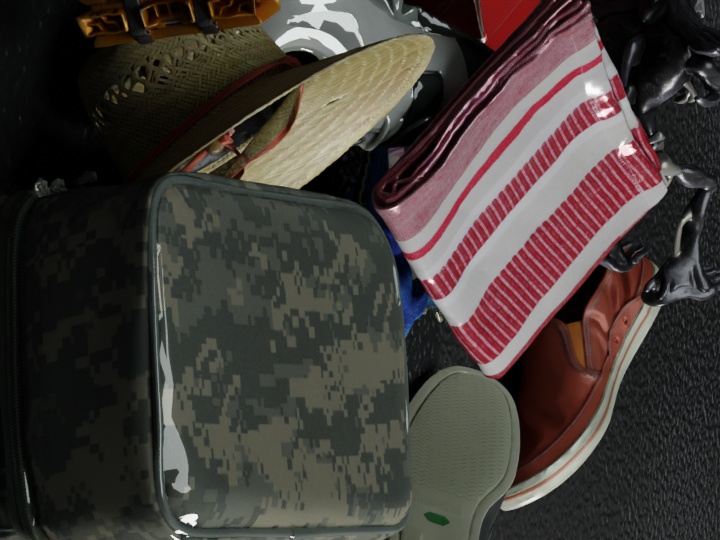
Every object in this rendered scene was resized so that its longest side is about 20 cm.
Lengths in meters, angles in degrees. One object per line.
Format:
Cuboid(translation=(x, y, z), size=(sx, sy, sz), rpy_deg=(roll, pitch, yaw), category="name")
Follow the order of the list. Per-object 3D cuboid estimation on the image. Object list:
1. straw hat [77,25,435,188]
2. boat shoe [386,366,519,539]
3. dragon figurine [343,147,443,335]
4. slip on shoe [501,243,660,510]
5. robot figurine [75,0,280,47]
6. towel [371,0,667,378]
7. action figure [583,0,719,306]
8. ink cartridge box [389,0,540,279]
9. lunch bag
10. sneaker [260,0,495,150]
Cuboid(translation=(-0.071, -0.073, 1.249), size=(0.085, 0.201, 0.201), rpy_deg=(53, 24, 8), category="straw hat")
Cuboid(translation=(0.035, 0.134, 1.586), size=(0.068, 0.072, 0.201), rpy_deg=(122, -11, -47), category="boat shoe")
Cuboid(translation=(0.000, 0.000, 1.466), size=(0.099, 0.059, 0.201), rpy_deg=(-45, 133, -56), category="dragon figurine")
Cuboid(translation=(0.119, 0.059, 1.755), size=(0.061, 0.074, 0.200), rpy_deg=(41, 55, -18), category="slip on shoe")
Cuboid(translation=(-0.059, -0.147, 1.212), size=(0.200, 0.144, 0.058), rpy_deg=(-64, 143, -58), category="robot figurine")
Cuboid(translation=(0.084, -0.038, 1.473), size=(0.144, 0.023, 0.200), rpy_deg=(-48, 148, -9), category="towel")
Cuboid(translation=(0.164, -0.089, 1.603), size=(0.102, 0.118, 0.201), rpy_deg=(-35, 135, -51), category="action figure")
Cuboid(translation=(0.062, -0.093, 1.580), size=(0.116, 0.067, 0.201), rpy_deg=(-52, 139, -54), category="ink cartridge box")
Cuboid(translation=(-0.096, 0.041, 1.100), size=(0.200, 0.167, 0.140), rpy_deg=(5, 77, -61), category="lunch bag")
Cuboid(translation=(0.003, -0.087, 1.418), size=(0.200, 0.074, 0.089), rpy_deg=(31, 66, -39), category="sneaker")
